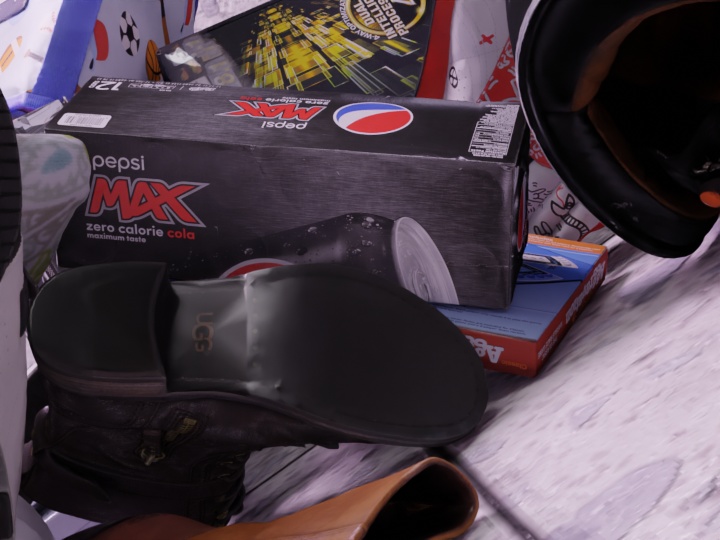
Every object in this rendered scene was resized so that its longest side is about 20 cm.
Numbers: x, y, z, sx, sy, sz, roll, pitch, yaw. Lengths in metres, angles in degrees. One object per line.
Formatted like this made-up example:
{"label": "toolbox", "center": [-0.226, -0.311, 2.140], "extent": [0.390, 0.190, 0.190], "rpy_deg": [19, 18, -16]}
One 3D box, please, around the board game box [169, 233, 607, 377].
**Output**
{"label": "board game box", "center": [0.000, 0.000, 0.726], "extent": [0.199, 0.020, 0.103], "rpy_deg": [10, 28, 22]}

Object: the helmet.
{"label": "helmet", "center": [0.155, -0.119, 0.654], "extent": [0.200, 0.200, 0.191], "rpy_deg": [-29, 25, 40]}

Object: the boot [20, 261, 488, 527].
{"label": "boot", "center": [-0.056, 0.066, 0.695], "extent": [0.174, 0.199, 0.070], "rpy_deg": [104, 175, -58]}

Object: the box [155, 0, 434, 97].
{"label": "box", "center": [0.002, -0.067, 0.871], "extent": [0.161, 0.201, 0.049], "rpy_deg": [-25, -28, -7]}

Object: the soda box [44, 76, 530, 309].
{"label": "soda box", "center": [-0.029, -0.035, 0.693], "extent": [0.199, 0.071, 0.063], "rpy_deg": [5, 28, 11]}

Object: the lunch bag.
{"label": "lunch bag", "center": [-0.162, -0.118, 0.932], "extent": [0.200, 0.123, 0.171], "rpy_deg": [117, 167, -67]}

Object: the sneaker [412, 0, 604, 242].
{"label": "sneaker", "center": [0.082, -0.087, 0.756], "extent": [0.067, 0.107, 0.202], "rpy_deg": [-54, -18, -64]}

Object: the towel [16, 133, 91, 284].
{"label": "towel", "center": [-0.216, 0.023, 0.646], "extent": [0.171, 0.048, 0.200], "rpy_deg": [-12, -34, -48]}

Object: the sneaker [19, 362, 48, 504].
{"label": "sneaker", "center": [-0.218, 0.111, 0.973], "extent": [0.120, 0.084, 0.200], "rpy_deg": [-14, 20, 44]}

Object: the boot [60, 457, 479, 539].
{"label": "boot", "center": [-0.076, 0.137, 0.533], "extent": [0.199, 0.069, 0.188], "rpy_deg": [-17, 10, 44]}

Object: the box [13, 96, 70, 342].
{"label": "box", "center": [-0.136, 0.027, 0.848], "extent": [0.050, 0.158, 0.200], "rpy_deg": [-29, -16, -19]}

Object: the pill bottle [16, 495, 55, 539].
{"label": "pill bottle", "center": [-0.195, 0.146, 0.732], "extent": [0.111, 0.111, 0.200], "rpy_deg": [-37, 7, -24]}

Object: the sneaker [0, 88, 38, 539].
{"label": "sneaker", "center": [-0.154, 0.019, 0.580], "extent": [0.074, 0.201, 0.089], "rpy_deg": [2, 8, -6]}

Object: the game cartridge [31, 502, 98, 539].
{"label": "game cartridge", "center": [-0.188, 0.158, 0.962], "extent": [0.200, 0.041, 0.133], "rpy_deg": [-37, 3, -22]}
